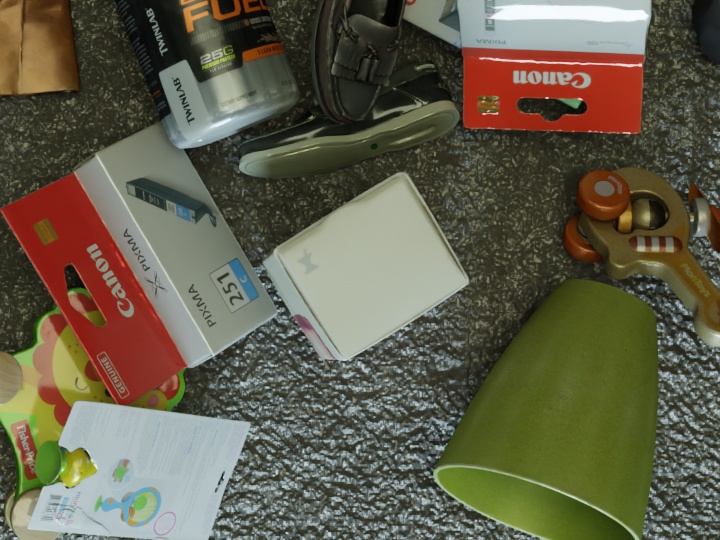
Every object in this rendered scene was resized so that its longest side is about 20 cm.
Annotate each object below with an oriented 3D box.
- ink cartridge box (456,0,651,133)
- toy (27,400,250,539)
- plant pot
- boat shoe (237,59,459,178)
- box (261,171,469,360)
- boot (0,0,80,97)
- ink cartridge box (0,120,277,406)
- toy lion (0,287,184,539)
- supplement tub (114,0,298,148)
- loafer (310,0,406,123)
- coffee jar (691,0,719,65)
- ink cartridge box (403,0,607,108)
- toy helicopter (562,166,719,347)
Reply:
[{"bbox_3d":[0.163,-0.203,1.625,0.162,0.057,0.201,3,114,8],"label":"ink cartridge box"},{"bbox_3d":[-0.193,0.165,1.628,0.200,0.047,0.116,12,103,-50],"label":"toy"},{"bbox_3d":[0.183,0.117,1.671,0.187,0.187,0.201,23,71,-6],"label":"plant pot"},{"bbox_3d":[-0.016,-0.131,1.699,0.199,0.072,0.068,-18,73,-5],"label":"boat shoe"},{"bbox_3d":[0.000,0.000,1.626,0.128,0.200,0.109,-32,92,-6],"label":"box"},{"bbox_3d":[-0.337,-0.250,1.675,0.187,0.068,0.201,1,96,-14],"label":"boot"},{"bbox_3d":[-0.184,-0.008,1.637,0.176,0.045,0.200,-33,93,-45],"label":"ink cartridge box"},{"bbox_3d":[-0.237,0.116,1.670,0.191,0.069,0.201,-17,95,-16],"label":"toy lion"},{"bbox_3d":[-0.140,-0.216,1.653,0.122,0.123,0.201,-22,91,-6],"label":"supplement tub"},{"bbox_3d":[0.006,-0.223,1.623,0.072,0.063,0.201,6,94,-34],"label":"loafer"},{"bbox_3d":[0.402,-0.242,1.725,0.199,0.104,0.086,-12,87,-7],"label":"coffee jar"},{"bbox_3d":[0.138,-0.256,1.677,0.200,0.088,0.146,28,118,-4],"label":"ink cartridge box"},{"bbox_3d":[0.279,-0.015,1.691,0.132,0.079,0.200,-22,58,-23],"label":"toy helicopter"}]
